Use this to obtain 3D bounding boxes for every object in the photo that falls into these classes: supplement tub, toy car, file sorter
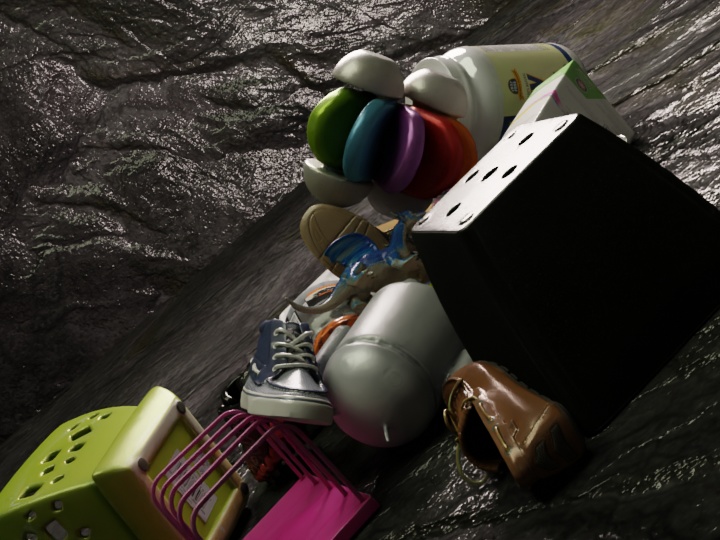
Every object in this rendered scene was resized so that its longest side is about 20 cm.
[{"bbox_3d":[0.171,-0.208,1.587,0.199,0.146,0.145,-8,-6,-29],"label":"supplement tub"},{"bbox_3d":[0.042,-0.138,1.422,0.150,0.199,0.176,43,117,55],"label":"toy car"},{"bbox_3d":[-0.017,0.082,1.400,0.122,0.123,0.200,-42,12,-2],"label":"supplement tub"},{"bbox_3d":[-0.101,0.214,1.184,0.139,0.126,0.200,-45,12,-16],"label":"file sorter"}]

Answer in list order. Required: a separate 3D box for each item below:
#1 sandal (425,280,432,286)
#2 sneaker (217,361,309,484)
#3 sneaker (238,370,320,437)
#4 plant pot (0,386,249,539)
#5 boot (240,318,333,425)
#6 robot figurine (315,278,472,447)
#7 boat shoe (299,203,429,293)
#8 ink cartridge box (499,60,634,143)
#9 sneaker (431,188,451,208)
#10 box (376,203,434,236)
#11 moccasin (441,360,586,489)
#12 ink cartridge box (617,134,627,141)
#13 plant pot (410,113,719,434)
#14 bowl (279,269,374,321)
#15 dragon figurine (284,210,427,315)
[{"bbox_3d":[0.124,0.004,1.344,0.200,0.080,0.087,-31,11,38],"label":"sandal"},{"bbox_3d":[-0.104,0.159,1.359,0.071,0.098,0.201,-52,-11,-31],"label":"sneaker"},{"bbox_3d":[-0.105,0.150,1.488,0.060,0.104,0.200,-47,12,-21],"label":"sneaker"},{"bbox_3d":[-0.243,0.255,1.354,0.181,0.200,0.199,-28,16,25],"label":"plant pot"},{"bbox_3d":[-0.068,0.089,1.167,0.200,0.072,0.091,176,104,-72],"label":"boot"},{"bbox_3d":[0.036,0.089,1.219,0.169,0.113,0.200,4,36,29],"label":"robot figurine"},{"bbox_3d":[0.020,-0.008,1.447,0.072,0.199,0.065,-61,1,0],"label":"boat shoe"},{"bbox_3d":[0.219,-0.129,1.399,0.067,0.117,0.200,-33,14,41],"label":"ink cartridge box"},{"bbox_3d":[0.146,-0.051,1.409,0.080,0.087,0.200,17,27,33],"label":"sneaker"},{"bbox_3d":[0.066,-0.062,1.709,0.199,0.021,0.163,-24,5,-28],"label":"box"},{"bbox_3d":[0.103,0.124,0.992,0.078,0.074,0.201,-35,20,-8],"label":"moccasin"},{"bbox_3d":[0.176,-0.042,1.200,0.200,0.125,0.129,-42,12,0],"label":"ink cartridge box"},{"bbox_3d":[0.159,-0.012,1.024,0.199,0.178,0.200,-44,13,-9],"label":"plant pot"},{"bbox_3d":[-0.033,0.054,1.688,0.200,0.075,0.200,-43,13,-1],"label":"bowl"},{"bbox_3d":[0.000,0.000,1.321,0.199,0.059,0.099,-24,33,-20],"label":"dragon figurine"}]
